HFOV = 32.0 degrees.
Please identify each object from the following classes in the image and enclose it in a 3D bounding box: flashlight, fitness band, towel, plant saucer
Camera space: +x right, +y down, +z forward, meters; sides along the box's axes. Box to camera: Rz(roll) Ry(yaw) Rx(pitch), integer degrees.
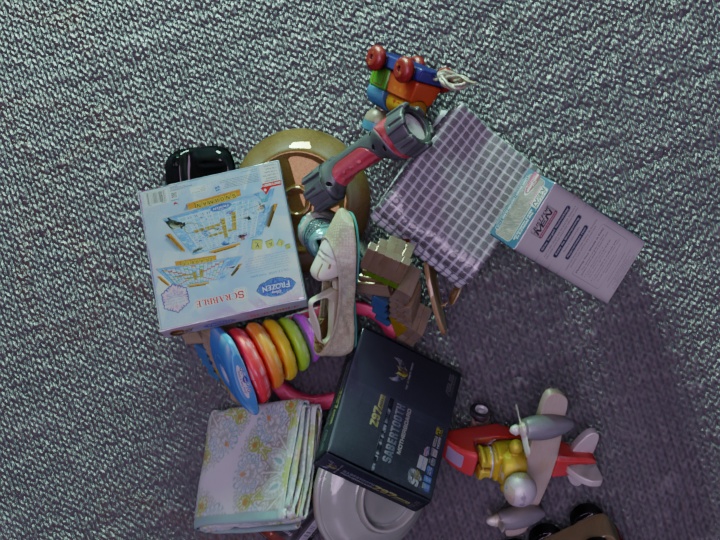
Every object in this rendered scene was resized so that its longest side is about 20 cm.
[{"bbox_3d":[0.006,-0.141,1.636,0.199,0.068,0.068,-34,93,35],"label":"flashlight"},{"bbox_3d":[-0.038,0.118,1.756,0.198,0.037,0.145,-13,96,9],"label":"fitness band"},{"bbox_3d":[0.131,-0.104,1.652,0.165,0.086,0.201,36,74,-2],"label":"towel"},{"bbox_3d":[-0.086,-0.096,1.742,0.198,0.035,0.202,1,95,8],"label":"plant saucer"},{"bbox_3d":[0.030,0.295,1.693,0.199,0.050,0.202,-9,105,-35],"label":"plant saucer"},{"bbox_3d":[-0.141,0.267,1.706,0.199,0.048,0.173,-12,59,37],"label":"towel"}]

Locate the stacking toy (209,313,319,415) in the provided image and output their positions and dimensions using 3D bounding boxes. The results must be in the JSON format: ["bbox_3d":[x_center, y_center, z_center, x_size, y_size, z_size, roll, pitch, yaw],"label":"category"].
[{"bbox_3d":[-0.093,0.100,1.690,0.199,0.110,0.117,-24,110,-16],"label":"stacking toy"}]

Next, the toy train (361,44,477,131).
[{"bbox_3d":[0.073,-0.215,1.642,0.084,0.200,0.117,7,107,-35],"label":"toy train"}]

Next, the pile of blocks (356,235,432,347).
[{"bbox_3d":[0.046,0.017,1.660,0.081,0.201,0.062,9,51,19],"label":"pile of blocks"}]

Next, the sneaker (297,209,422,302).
[{"bbox_3d":[0.000,0.000,1.697,0.199,0.086,0.078,32,101,-16],"label":"sneaker"}]

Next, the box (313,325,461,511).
[{"bbox_3d":[0.039,0.194,1.656,0.157,0.051,0.201,27,54,-12],"label":"box"}]

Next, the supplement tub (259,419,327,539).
[{"bbox_3d":[-0.063,0.283,1.735,0.107,0.107,0.201,38,98,3],"label":"supplement tub"}]

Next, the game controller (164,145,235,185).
[{"bbox_3d":[-0.217,-0.072,1.757,0.103,0.042,0.202,-4,95,10],"label":"game controller"}]

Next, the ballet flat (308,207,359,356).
[{"bbox_3d":[-0.036,0.021,1.619,0.062,0.067,0.202,-9,111,-24],"label":"ballet flat"}]

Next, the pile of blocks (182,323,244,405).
[{"bbox_3d":[-0.198,0.090,1.760,0.082,0.062,0.201,-2,120,50],"label":"pile of blocks"}]

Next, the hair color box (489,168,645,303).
[{"bbox_3d":[0.271,-0.043,1.631,0.199,0.060,0.101,27,97,-38],"label":"hair color box"}]

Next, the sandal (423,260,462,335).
[{"bbox_3d":[0.117,-0.024,1.703,0.069,0.078,0.214,-14,87,9],"label":"sandal"}]

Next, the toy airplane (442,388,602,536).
[{"bbox_3d":[0.227,0.264,1.676,0.198,0.142,0.200,-28,114,25],"label":"toy airplane"}]

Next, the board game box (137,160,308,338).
[{"bbox_3d":[-0.184,-0.029,1.678,0.198,0.041,0.201,-12,74,1],"label":"board game box"}]

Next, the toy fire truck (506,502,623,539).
[{"bbox_3d":[0.301,0.450,1.709,0.175,0.129,0.201,-29,115,13],"label":"toy fire truck"}]
